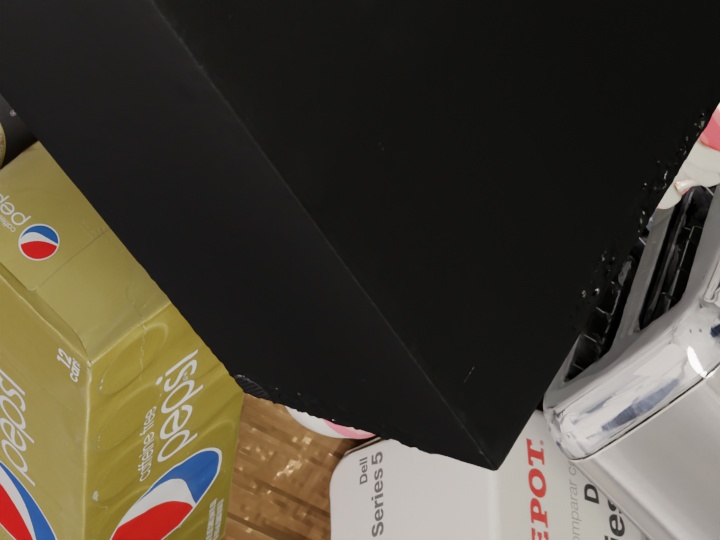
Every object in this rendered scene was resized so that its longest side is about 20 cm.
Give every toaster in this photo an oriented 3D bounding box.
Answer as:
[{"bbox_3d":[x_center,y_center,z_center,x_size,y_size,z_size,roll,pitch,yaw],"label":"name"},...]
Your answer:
[{"bbox_3d":[0.145,0.039,1.006,0.129,0.200,0.114,41,129,-13],"label":"toaster"}]

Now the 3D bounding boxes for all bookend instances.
[{"bbox_3d":[0.009,-0.092,0.713,0.199,0.092,0.200,-58,137,-20],"label":"bookend"}]

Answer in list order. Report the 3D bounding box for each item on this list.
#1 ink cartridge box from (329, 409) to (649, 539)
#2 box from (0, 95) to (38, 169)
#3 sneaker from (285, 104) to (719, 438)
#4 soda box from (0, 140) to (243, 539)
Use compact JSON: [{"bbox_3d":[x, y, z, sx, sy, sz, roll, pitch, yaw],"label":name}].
[{"bbox_3d":[0.090,0.145,1.038,0.200,0.084,0.146,21,56,-38],"label":"ink cartridge box"},{"bbox_3d":[-0.127,0.014,0.870,0.200,0.044,0.160,-45,163,-7],"label":"box"},{"bbox_3d":[0.056,-0.032,0.839,0.075,0.105,0.200,44,72,-45],"label":"sneaker"},{"bbox_3d":[-0.079,0.036,0.851,0.068,0.064,0.200,-39,160,-24],"label":"soda box"}]
